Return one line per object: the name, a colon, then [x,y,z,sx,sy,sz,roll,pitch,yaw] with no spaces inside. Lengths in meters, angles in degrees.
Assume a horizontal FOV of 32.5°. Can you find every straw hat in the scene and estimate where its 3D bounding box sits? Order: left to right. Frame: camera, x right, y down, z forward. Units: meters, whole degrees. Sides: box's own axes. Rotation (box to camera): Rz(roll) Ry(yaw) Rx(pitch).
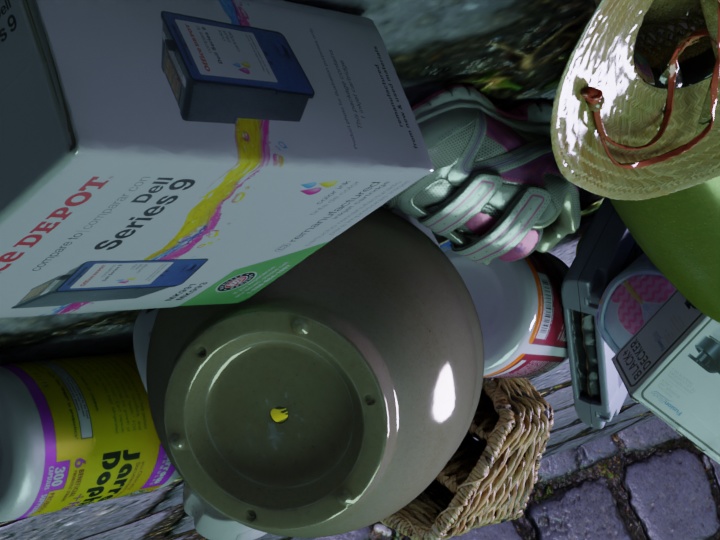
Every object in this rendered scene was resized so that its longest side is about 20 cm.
straw hat: [0.153,-0.132,0.553,0.200,0.085,0.201,-17,144,-13]

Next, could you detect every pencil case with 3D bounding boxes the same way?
pencil case: [0.257,0.015,0.965,0.090,0.083,0.200,2,-165,32]

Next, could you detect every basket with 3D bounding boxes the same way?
basket: [0.050,0.130,1.091,0.149,0.200,0.143,-1,113,-49]

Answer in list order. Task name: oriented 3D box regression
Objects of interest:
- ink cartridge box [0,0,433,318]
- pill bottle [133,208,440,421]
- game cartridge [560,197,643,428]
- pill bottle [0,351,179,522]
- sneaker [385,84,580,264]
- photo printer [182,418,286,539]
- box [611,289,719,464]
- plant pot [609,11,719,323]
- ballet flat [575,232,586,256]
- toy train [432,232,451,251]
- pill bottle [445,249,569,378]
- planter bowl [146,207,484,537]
ink cartridge box: [-0.091,-0.047,0.521,0.145,0.088,0.200,-33,159,35]
pill bottle: [-0.040,0.033,0.809,0.200,0.110,0.109,-26,164,13]
game cartridge: [0.211,0.024,1.023,0.041,0.133,0.200,12,143,24]
pill bottle: [-0.187,0.112,0.882,0.104,0.105,0.200,-34,161,36]
sneaker: [0.071,-0.050,0.723,0.200,0.088,0.081,-6,157,-45]
photo printer: [-0.041,0.132,0.923,0.200,0.070,0.166,-33,168,-8]
box: [0.280,0.032,0.833,0.200,0.117,0.060,-51,-164,15]
plant pot: [0.210,-0.077,0.712,0.187,0.188,0.200,-31,146,29]
ballet flat: [0.279,-0.044,1.083,0.200,0.067,0.067,-26,144,19]
toy train: [0.000,0.000,0.883,0.200,0.034,0.046,-29,152,22]
pill bottle: [0.119,0.033,1.014,0.113,0.113,0.200,-28,163,21]
planter bowl: [-0.033,0.065,0.689,0.200,0.201,0.135,-25,-173,12]
